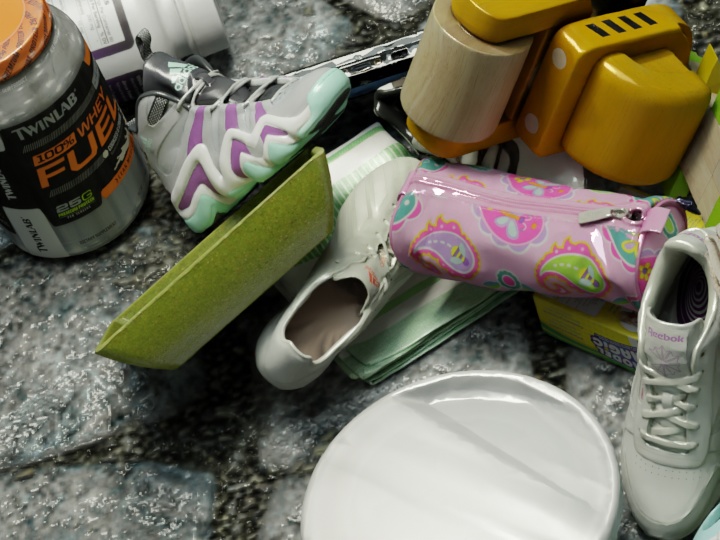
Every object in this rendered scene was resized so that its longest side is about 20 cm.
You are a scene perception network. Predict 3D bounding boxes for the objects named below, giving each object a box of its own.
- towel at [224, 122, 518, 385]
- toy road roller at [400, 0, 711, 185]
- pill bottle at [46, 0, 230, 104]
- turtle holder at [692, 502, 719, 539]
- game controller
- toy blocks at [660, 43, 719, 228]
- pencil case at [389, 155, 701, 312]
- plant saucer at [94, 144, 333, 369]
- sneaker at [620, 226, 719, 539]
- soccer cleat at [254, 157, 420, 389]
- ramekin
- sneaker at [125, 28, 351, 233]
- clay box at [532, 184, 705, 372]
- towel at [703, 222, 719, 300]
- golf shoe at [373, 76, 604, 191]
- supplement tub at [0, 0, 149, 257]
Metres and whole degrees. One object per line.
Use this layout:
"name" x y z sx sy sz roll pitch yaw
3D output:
"towel" 0.009 -0.015 1.736 0.152 0.023 0.200 -33 49 -13
"toy road roller" 0.142 -0.125 1.623 0.199 0.123 0.146 -17 53 -36
"pill bottle" -0.208 -0.182 1.887 0.199 0.112 0.112 -18 47 0
"turtle holder" 0.236 0.196 1.410 0.185 0.132 0.141 -28 49 -9
"game controller" 0.003 -0.144 1.806 0.199 0.042 0.104 -18 7 2
"toy blocks" 0.289 -0.072 1.645 0.136 0.100 0.200 15 28 -14
"pencil case" 0.120 -0.025 1.609 0.199 0.088 0.088 11 54 30
"plant saucer" -0.088 -0.002 1.659 0.200 0.048 0.200 -42 5 0
"sneaker" 0.193 0.069 1.515 0.075 0.100 0.201 8 90 26
"soccer cleat" 0.000 0.000 1.653 0.069 0.078 0.200 39 66 -8
"ramekin" 0.070 0.168 1.511 0.201 0.094 0.203 -9 48 10
"sneaker" -0.104 -0.123 1.719 0.200 0.140 0.078 -37 4 43
"clay box" 0.230 0.025 1.617 0.200 0.048 0.115 25 61 32
"towel" 0.275 0.068 1.460 0.034 0.200 0.133 -35 30 19
"golf shoe" 0.086 -0.083 1.716 0.094 0.078 0.200 -3 25 -40
"supplement tub" -0.241 -0.113 1.773 0.122 0.200 0.123 -10 50 13
